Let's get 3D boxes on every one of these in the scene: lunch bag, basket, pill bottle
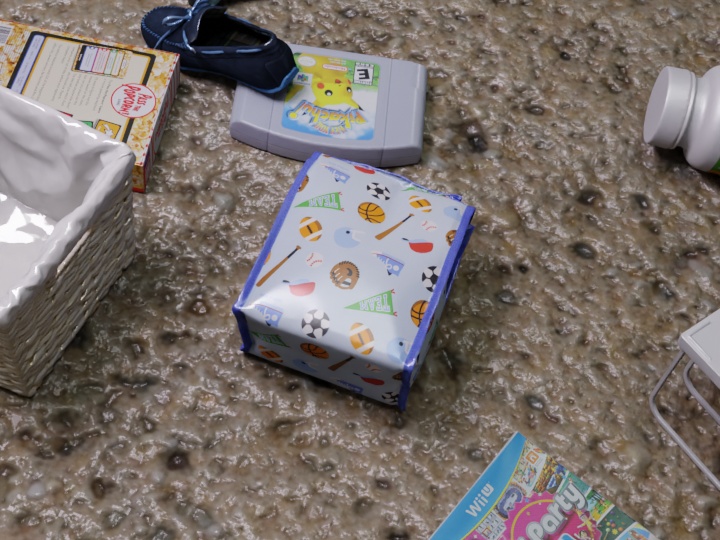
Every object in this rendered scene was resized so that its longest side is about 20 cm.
[{"bbox_3d":[0.000,0.000,1.036,0.169,0.124,0.201,19,64,5],"label":"lunch bag"},{"bbox_3d":[-0.322,-0.032,0.987,0.199,0.161,0.199,25,57,8],"label":"basket"},{"bbox_3d":[0.403,-0.150,1.193,0.199,0.111,0.111,13,56,1],"label":"pill bottle"}]

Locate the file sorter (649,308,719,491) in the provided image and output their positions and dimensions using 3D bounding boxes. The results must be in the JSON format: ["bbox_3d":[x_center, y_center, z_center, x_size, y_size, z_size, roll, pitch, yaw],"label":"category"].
[{"bbox_3d":[0.381,0.093,1.025,0.199,0.125,0.139,-28,64,-24],"label":"file sorter"}]

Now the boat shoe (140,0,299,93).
[{"bbox_3d":[-0.147,-0.247,1.180,0.199,0.069,0.084,17,61,26],"label":"boat shoe"}]

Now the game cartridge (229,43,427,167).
[{"bbox_3d":[-0.031,-0.170,1.193,0.199,0.041,0.134,7,60,-3],"label":"game cartridge"}]

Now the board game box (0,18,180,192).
[{"bbox_3d":[-0.294,-0.168,1.147,0.199,0.046,0.152,11,56,0],"label":"board game box"}]

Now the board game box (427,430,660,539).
[{"bbox_3d":[0.159,0.252,0.929,0.200,0.064,0.148,36,59,16],"label":"board game box"}]

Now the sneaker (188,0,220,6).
[{"bbox_3d":[-0.111,-0.349,1.271,0.095,0.079,0.200,32,59,10],"label":"sneaker"}]
